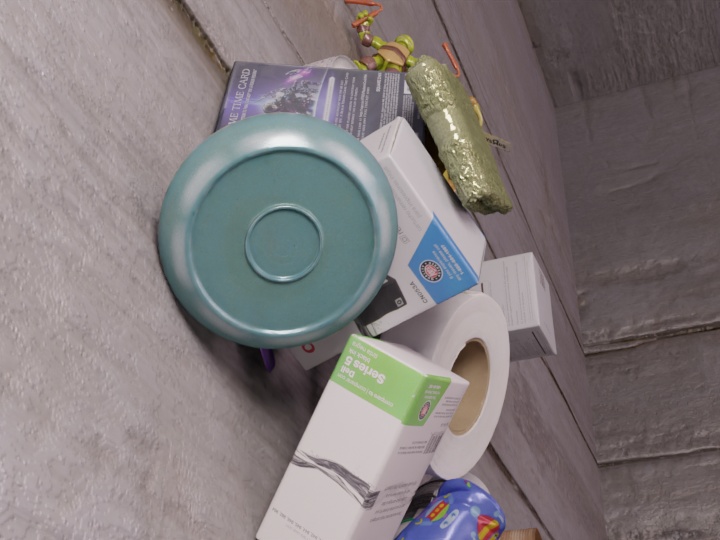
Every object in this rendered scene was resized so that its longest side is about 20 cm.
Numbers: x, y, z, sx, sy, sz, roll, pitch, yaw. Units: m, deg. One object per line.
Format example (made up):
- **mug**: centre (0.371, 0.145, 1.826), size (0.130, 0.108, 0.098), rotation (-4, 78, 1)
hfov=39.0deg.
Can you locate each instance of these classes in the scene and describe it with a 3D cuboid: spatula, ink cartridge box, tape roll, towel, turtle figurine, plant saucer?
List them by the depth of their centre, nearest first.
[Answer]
- **plant saucer**: centre (-0.063, -0.025, 0.820), size (0.027, 0.198, 0.202), rotation (-122, -169, -68)
- **ink cartridge box**: centre (-0.008, -0.020, 0.923), size (0.146, 0.199, 0.084), rotation (52, 27, -20)
- **ink cartridge box**: centre (0.005, 0.170, 0.926), size (0.202, 0.083, 0.145), rotation (-64, 158, 2)
- **towel**: centre (0.097, -0.121, 0.965), size (0.150, 0.036, 0.200), rotation (68, 13, 4)
- **spatula**: centre (-0.071, 0.059, 1.014), size (0.200, 0.020, 0.057), rotation (-20, 95, -72)
- **tape roll**: centre (0.088, 0.118, 1.099), size (0.202, 0.070, 0.205), rotation (-21, 115, -53)
- **turtle figurine**: centre (0.032, -0.297, 1.420), size (0.199, 0.065, 0.162), rotation (36, 42, 3)

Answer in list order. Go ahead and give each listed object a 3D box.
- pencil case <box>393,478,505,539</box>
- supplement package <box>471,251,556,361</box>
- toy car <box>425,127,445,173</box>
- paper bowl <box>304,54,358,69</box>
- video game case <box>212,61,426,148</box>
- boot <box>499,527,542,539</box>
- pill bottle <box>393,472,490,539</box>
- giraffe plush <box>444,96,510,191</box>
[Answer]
- **pencil case**: centre (0.058, 0.294, 1.026), size (0.200, 0.086, 0.079), rotation (-40, 135, -23)
- **supplement package**: centre (0.158, 0.063, 1.406), size (0.114, 0.198, 0.111), rotation (49, 35, -56)
- **toy car**: centre (-0.008, -0.092, 1.045), size (0.176, 0.197, 0.151), rotation (-74, 167, -45)
- **paper bowl**: centre (-0.007, -0.155, 1.208), size (0.200, 0.103, 0.203), rotation (-13, 90, -71)
- **video game case**: centre (-0.035, -0.150, 0.979), size (0.144, 0.197, 0.019), rotation (-84, 176, -45)
- **boot**: centre (0.142, 0.388, 1.235), size (0.200, 0.154, 0.077), rotation (-68, 137, -64)
- **pill bottle**: centre (0.095, 0.315, 1.204), size (0.200, 0.112, 0.115), rotation (-27, 104, -70)
- **giraffe plush**: centre (0.088, -0.148, 1.438), size (0.163, 0.198, 0.174), rotation (-51, 137, -29)
